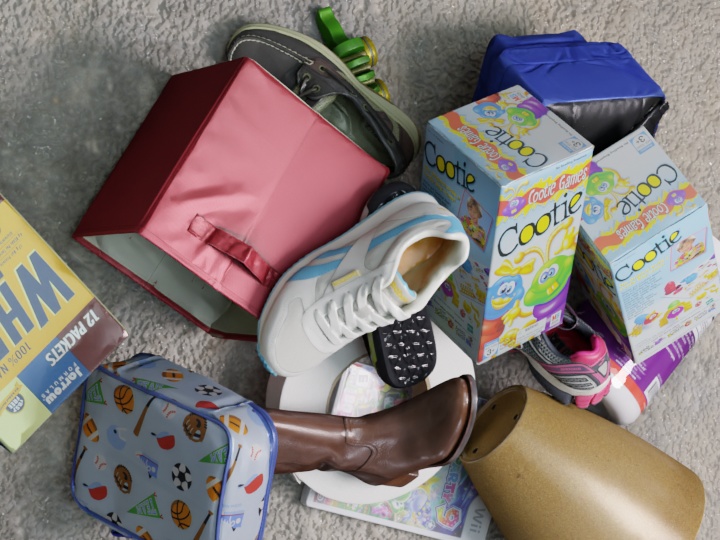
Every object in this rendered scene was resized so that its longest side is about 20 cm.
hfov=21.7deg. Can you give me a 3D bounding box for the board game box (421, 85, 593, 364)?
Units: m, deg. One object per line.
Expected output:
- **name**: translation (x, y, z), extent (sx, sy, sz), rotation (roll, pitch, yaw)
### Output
- **board game box**: translation (0.119, -0.039, 1.631), extent (0.103, 0.105, 0.201), rotation (-24, 139, -28)

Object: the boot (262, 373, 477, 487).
- **boot**: translation (-0.019, 0.136, 1.636), extent (0.199, 0.187, 0.065), rotation (11, 52, -25)

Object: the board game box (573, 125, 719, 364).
- **board game box**: translation (0.255, -0.020, 1.720), extent (0.104, 0.103, 0.200), rotation (-31, 148, -3)

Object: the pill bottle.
- **pill bottle**: translation (0.279, 0.047, 1.861), extent (0.112, 0.112, 0.200), rotation (45, 75, -21)

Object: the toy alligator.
- **toy alligator**: translation (0.003, -0.149, 1.751), extent (0.059, 0.054, 0.201), rotation (-22, 103, -21)

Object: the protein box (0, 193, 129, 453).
- **protein box**: translation (-0.327, 0.019, 1.534), extent (0.135, 0.198, 0.200), rotation (-46, 111, -14)

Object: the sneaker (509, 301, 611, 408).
- **sneaker**: translation (0.161, 0.042, 1.779), extent (0.081, 0.200, 0.075), rotation (-43, 152, -23)

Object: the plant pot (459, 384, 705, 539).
- **plant pot**: translation (0.196, 0.204, 1.800), extent (0.200, 0.186, 0.187), rotation (42, 77, -18)

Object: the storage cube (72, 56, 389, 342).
- **storage cube**: translation (-0.112, -0.058, 1.631), extent (0.171, 0.200, 0.180), rotation (37, 73, -22)

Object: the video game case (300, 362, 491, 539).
- **video game case**: translation (0.050, 0.179, 1.818), extent (0.199, 0.018, 0.144), rotation (17, 86, -25)

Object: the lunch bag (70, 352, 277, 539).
- **lunch bag**: translation (-0.165, 0.168, 1.621), extent (0.075, 0.199, 0.161), rotation (-12, 117, -48)

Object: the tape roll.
- **tape roll**: translation (0.010, 0.119, 1.742), extent (0.201, 0.037, 0.204), rotation (-8, 111, -21)

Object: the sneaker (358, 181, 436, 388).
- **sneaker**: translation (0.018, 0.010, 1.642), extent (0.071, 0.083, 0.201), rotation (-13, 119, -20)

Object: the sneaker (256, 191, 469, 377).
- **sneaker**: translation (0.000, 0.016, 1.536), extent (0.200, 0.081, 0.077), rotation (-41, 122, -4)

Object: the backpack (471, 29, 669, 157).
- **backpack**: translation (0.177, -0.116, 1.777), extent (0.161, 0.168, 0.201), rotation (-3, 129, -23)

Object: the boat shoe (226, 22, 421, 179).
- **boat shoe**: translation (-0.035, -0.152, 1.696), extent (0.200, 0.066, 0.072), rotation (34, 115, -5)
